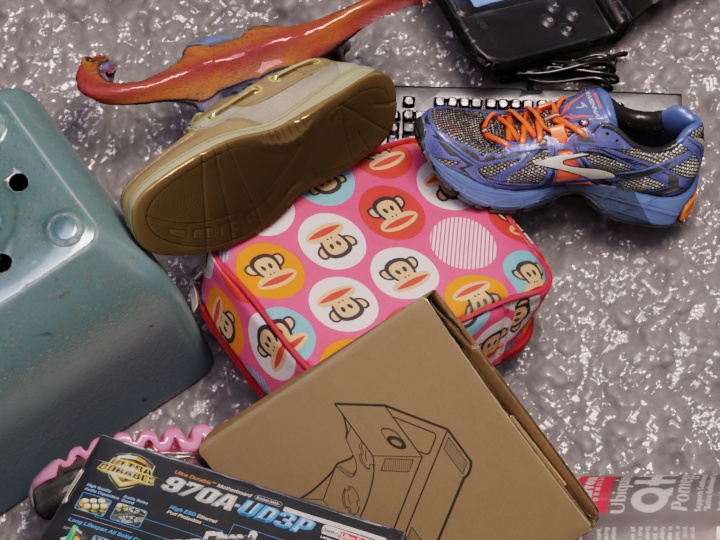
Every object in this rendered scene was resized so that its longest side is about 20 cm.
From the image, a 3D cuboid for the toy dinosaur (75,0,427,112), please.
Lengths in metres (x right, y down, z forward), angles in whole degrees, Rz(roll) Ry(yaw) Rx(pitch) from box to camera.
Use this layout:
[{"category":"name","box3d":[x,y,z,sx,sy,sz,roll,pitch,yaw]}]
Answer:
[{"category":"toy dinosaur","box3d":[-0.085,-0.140,1.709,0.181,0.200,0.105,1,47,-33]}]

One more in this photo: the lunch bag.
[{"category":"lunch bag","box3d":[0.000,0.000,1.654,0.199,0.082,0.176,-24,61,-30]}]

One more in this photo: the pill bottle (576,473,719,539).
[{"category":"pill bottle","box3d":[0.167,0.177,1.587,0.199,0.111,0.111,-3,68,15]}]

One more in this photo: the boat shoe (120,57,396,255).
[{"category":"boat shoe","box3d":[-0.070,-0.072,1.621,0.199,0.074,0.066,-27,38,-31]}]

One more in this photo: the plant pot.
[{"category":"plant pot","box3d":[-0.225,0.003,1.620,0.196,0.200,0.196,-34,71,-13]}]

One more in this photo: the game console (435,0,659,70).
[{"category":"game console","box3d":[0.120,-0.255,1.753,0.175,0.117,0.201,-16,64,-29]}]

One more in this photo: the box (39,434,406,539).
[{"category":"box","box3d":[-0.091,0.190,1.517,0.199,0.046,0.159,16,48,12]}]

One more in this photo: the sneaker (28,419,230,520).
[{"category":"sneaker","box3d":[-0.104,0.144,1.637,0.199,0.079,0.096,-8,80,-1]}]

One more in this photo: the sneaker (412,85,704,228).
[{"category":"sneaker","box3d":[0.127,-0.084,1.672,0.199,0.079,0.076,4,42,-21]}]

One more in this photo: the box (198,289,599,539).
[{"category":"box","box3d":[0.019,0.121,1.551,0.164,0.200,0.021,53,36,-6]}]

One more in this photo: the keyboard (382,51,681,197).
[{"category":"keyboard","box3d":[0.112,-0.102,1.745,0.199,0.040,0.105,1,69,0]}]
